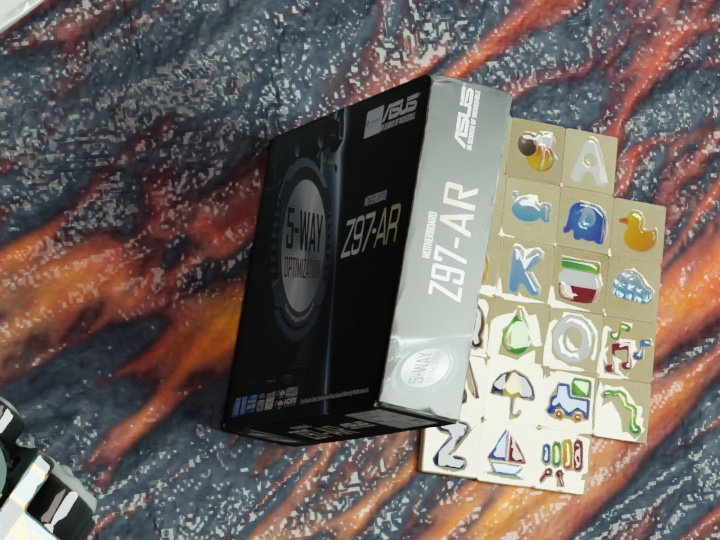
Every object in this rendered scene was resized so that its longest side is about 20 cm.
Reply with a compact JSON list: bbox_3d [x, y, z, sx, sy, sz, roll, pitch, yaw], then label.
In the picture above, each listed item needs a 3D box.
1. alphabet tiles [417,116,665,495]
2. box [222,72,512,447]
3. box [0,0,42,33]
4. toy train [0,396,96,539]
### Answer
[{"bbox_3d":[0.086,0.016,1.473,0.166,0.006,0.200,10,80,-22],"label":"alphabet tiles"},{"bbox_3d":[0.000,0.000,1.332,0.044,0.200,0.160,14,79,-22],"label":"box"},{"bbox_3d":[-0.186,-0.207,1.278,0.200,0.199,0.171,-42,100,-24],"label":"box"},{"bbox_3d":[-0.208,0.157,1.293,0.114,0.085,0.200,44,67,-26],"label":"toy train"}]
